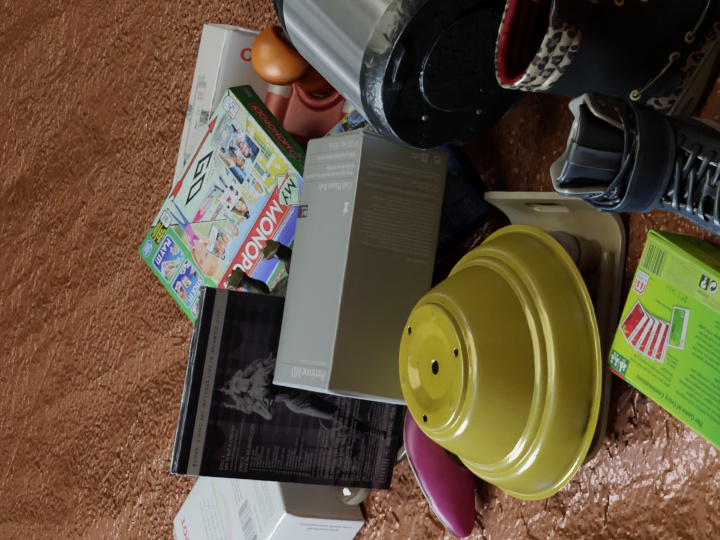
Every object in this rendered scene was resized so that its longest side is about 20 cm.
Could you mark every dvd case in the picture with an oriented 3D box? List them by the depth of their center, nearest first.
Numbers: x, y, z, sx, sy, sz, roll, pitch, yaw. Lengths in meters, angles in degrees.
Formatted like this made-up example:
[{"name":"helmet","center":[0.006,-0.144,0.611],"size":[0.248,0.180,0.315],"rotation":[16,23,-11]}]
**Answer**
[{"name":"dvd case","center":[-0.051,0.097,1.507],"size":[0.016,0.199,0.150],"rotation":[14,96,59]},{"name":"dvd case","center":[0.012,-0.055,1.554],"size":[0.200,0.018,0.143],"rotation":[-40,80,37]}]

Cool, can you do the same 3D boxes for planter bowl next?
[{"name":"planter bowl","center":[0.084,0.068,1.351],"size":[0.200,0.083,0.202],"rotation":[7,98,61]}]

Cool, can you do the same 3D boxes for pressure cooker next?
[{"name":"pressure cooker","center":[0.028,-0.210,1.419],"size":[0.200,0.178,0.177],"rotation":[47,145,39]}]

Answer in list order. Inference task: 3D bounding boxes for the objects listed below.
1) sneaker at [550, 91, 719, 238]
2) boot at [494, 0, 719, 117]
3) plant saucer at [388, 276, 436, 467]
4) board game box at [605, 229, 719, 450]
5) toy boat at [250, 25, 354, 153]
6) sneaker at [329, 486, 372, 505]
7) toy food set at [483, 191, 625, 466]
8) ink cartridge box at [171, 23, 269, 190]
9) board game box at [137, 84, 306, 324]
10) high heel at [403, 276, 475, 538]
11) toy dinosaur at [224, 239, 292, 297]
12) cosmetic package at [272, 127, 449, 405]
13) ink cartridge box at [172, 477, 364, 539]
[{"name":"sneaker","center":[0.208,-0.053,1.195],"size":[0.202,0.145,0.077],"rotation":[40,116,55]},{"name":"boot","center":[0.185,-0.193,1.261],"size":[0.073,0.150,0.201],"rotation":[56,131,50]},{"name":"plant saucer","center":[0.023,0.076,1.613],"size":[0.200,0.029,0.202],"rotation":[-24,62,58]},{"name":"board game box","center":[0.243,0.056,1.204],"size":[0.200,0.047,0.102],"rotation":[40,119,57]},{"name":"toy boat","center":[-0.041,-0.178,1.611],"size":[0.130,0.130,0.202],"rotation":[17,92,41]},{"name":"sneaker","center":[-0.039,0.107,1.610],"size":[0.070,0.075,0.201],"rotation":[-47,44,45]},{"name":"toy food set","center":[0.126,0.042,1.403],"size":[0.143,0.060,0.202],"rotation":[4,87,61]},{"name":"ink cartridge box","center":[-0.087,-0.118,1.734],"size":[0.083,0.145,0.202],"rotation":[-153,74,-66]},{"name":"board game box","center":[-0.109,-0.041,1.617],"size":[0.135,0.029,0.201],"rotation":[50,128,23]},{"name":"high heel","center":[0.081,0.105,1.478],"size":[0.096,0.067,0.202],"rotation":[-20,81,22]},{"name":"toy dinosaur","center":[-0.044,0.018,1.550],"size":[0.077,0.102,0.201],"rotation":[28,80,45]},{"name":"cosmetic package","center":[0.000,0.000,1.454],"size":[0.107,0.090,0.202],"rotation":[-4,75,63]},{"name":"ink cartridge box","center":[-0.089,0.230,1.719],"size":[0.201,0.087,0.146],"rotation":[-57,38,35]}]
